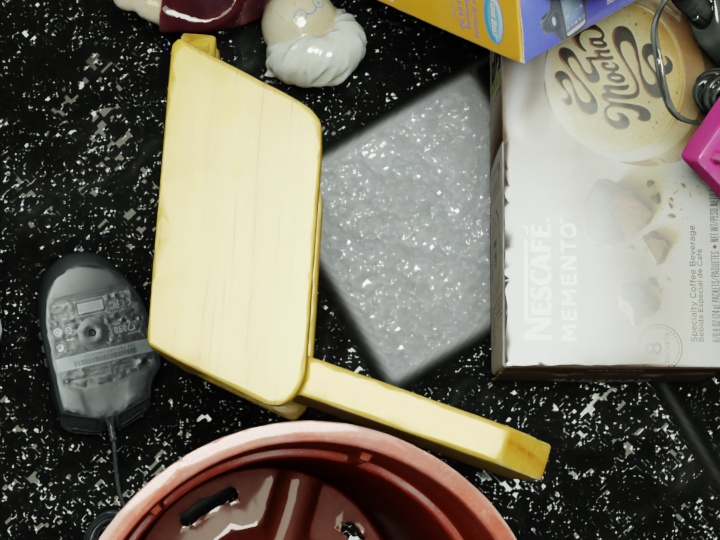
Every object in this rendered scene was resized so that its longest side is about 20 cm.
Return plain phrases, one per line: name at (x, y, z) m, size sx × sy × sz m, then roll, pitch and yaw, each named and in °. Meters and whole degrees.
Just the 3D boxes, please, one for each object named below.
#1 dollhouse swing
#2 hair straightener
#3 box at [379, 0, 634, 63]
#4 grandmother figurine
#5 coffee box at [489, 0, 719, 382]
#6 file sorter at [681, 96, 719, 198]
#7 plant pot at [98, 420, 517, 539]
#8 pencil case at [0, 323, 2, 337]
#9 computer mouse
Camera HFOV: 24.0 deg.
dollhouse swing at (0.000, 0.000, 0.789) m, size 0.174 × 0.200 × 0.183 m, roll 4°, pitch 83°, yaw 1°
hair straightener at (0.203, -0.075, 0.821) m, size 0.200 × 0.041 × 0.077 m, roll 32°, pitch 63°, yaw -39°
box at (0.065, -0.160, 0.816) m, size 0.119 × 0.042 × 0.200 m, roll -31°, pitch 44°, yaw -28°
grandmother figurine at (-0.077, -0.170, 0.881) m, size 0.121 × 0.061 × 0.200 m, roll -44°, pitch 85°, yaw -10°
coffee box at (0.122, -0.046, 0.857) m, size 0.112 × 0.080 × 0.202 m, roll 1°, pitch 82°, yaw -1°
file sorter at (0.280, -0.041, 0.789) m, size 0.200 × 0.125 × 0.139 m, roll 39°, pitch 82°, yaw -33°
plant pot at (-0.036, 0.165, 0.763) m, size 0.199 × 0.195 × 0.203 m, roll 0°, pitch 87°, yaw -9°
pencil case at (-0.230, -0.049, 0.852) m, size 0.090 × 0.083 × 0.202 m, roll -6°, pitch 83°, yaw -1°
computer mouse at (-0.126, 0.090, 0.867) m, size 0.058 × 0.034 × 0.202 m, roll -9°, pitch 88°, yaw -17°
